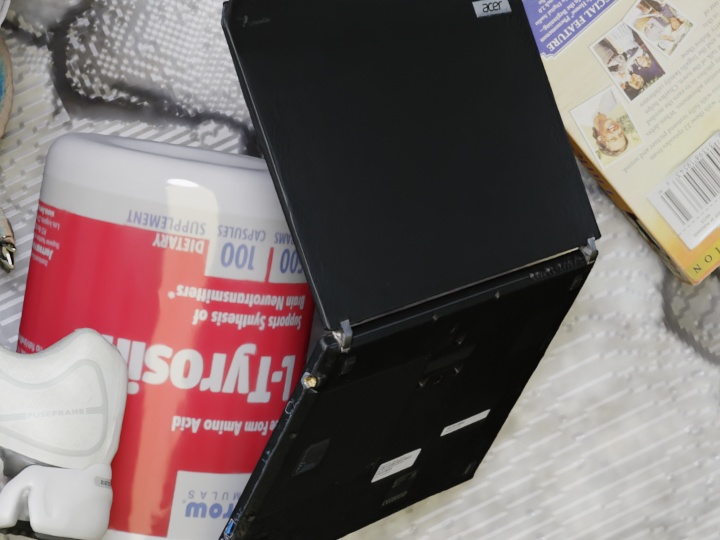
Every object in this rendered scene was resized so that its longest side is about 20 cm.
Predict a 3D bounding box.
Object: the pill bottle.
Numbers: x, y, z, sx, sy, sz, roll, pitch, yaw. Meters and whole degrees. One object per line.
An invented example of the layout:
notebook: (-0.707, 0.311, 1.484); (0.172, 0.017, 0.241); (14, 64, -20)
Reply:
pill bottle: (-0.080, 0.053, 0.857); (0.112, 0.112, 0.201); (8, 96, -11)

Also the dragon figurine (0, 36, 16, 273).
dragon figurine: (-0.185, 0.003, 0.859); (0.099, 0.059, 0.201); (5, 98, -11)

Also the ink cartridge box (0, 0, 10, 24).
ink cartridge box: (-0.165, -0.190, 0.737); (0.084, 0.145, 0.200); (-1, 122, 2)

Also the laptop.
laptop: (0.000, 0.000, 0.840); (0.103, 0.177, 0.200); (42, 124, 24)

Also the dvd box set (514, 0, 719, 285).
dvd box set: (0.127, -0.115, 0.910); (0.146, 0.029, 0.200); (-42, 101, -2)

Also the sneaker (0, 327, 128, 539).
sneaker: (-0.177, 0.038, 0.796); (0.200, 0.075, 0.081); (15, 84, 8)
